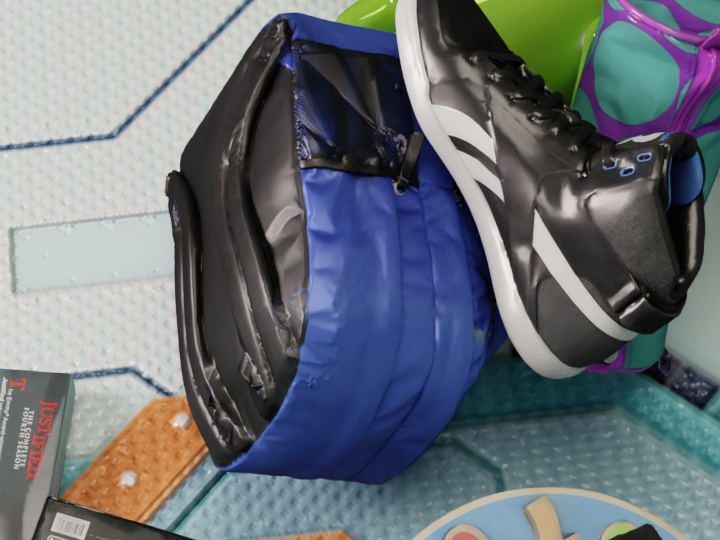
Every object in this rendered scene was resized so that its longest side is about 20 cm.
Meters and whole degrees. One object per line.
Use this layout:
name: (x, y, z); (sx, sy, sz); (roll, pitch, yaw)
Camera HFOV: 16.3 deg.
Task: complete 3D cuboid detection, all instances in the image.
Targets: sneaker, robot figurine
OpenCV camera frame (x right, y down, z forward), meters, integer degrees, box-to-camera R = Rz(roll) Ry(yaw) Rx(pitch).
sneaker: (0.098, -0.062, 1.164); (0.112, 0.073, 0.201); (-28, 79, 33)
robot figurine: (0.091, -0.140, 1.320); (0.199, 0.116, 0.176); (-29, 36, 2)

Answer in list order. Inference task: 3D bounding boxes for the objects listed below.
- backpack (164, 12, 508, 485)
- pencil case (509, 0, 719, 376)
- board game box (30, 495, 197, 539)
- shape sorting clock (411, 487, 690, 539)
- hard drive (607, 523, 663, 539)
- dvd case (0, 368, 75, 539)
backpack: (0.000, 0.000, 1.225); (0.167, 0.163, 0.201); (9, 55, -17)
pencil case: (0.136, -0.045, 1.230); (0.085, 0.201, 0.093); (7, 28, -15)
board game box: (-0.074, 0.195, 1.172); (0.199, 0.028, 0.136); (16, 60, 4)
shape sorting clock: (0.091, 0.197, 1.150); (0.199, 0.039, 0.201); (2, 75, -9)
hard drive: (0.085, 0.204, 1.076); (0.199, 0.038, 0.140); (-21, 64, -33)
dvd case: (-0.250, 0.110, 1.246); (0.199, 0.022, 0.147); (3, 58, 4)
